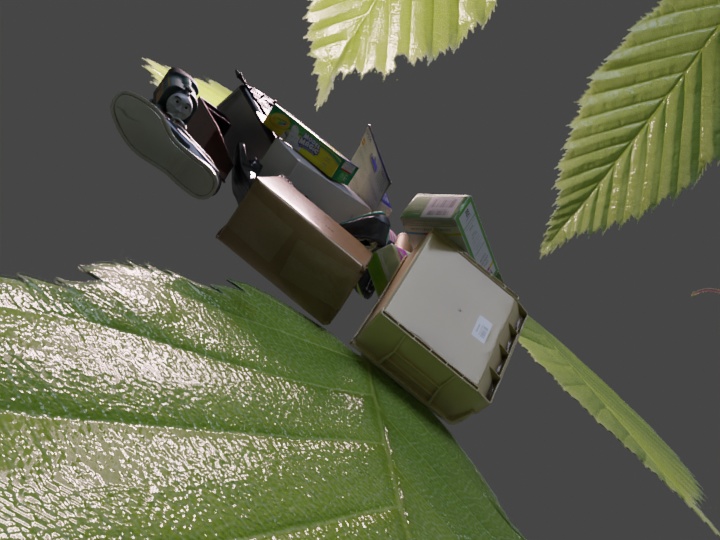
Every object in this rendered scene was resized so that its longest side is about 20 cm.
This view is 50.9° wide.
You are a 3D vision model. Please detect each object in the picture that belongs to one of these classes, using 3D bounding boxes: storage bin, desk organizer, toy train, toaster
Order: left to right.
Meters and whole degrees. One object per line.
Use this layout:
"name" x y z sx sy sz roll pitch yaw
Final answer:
"toy train" -0.317 -0.269 1.256 0.084 0.115 0.201 32 12 -23
"desk organizer" -0.279 -0.248 1.408 0.071 0.078 0.201 31 13 -33
"toaster" -0.215 -0.282 1.574 0.203 0.117 0.181 59 12 6
"storage bin" 0.120 0.078 1.083 0.197 0.094 0.201 38 47 -2

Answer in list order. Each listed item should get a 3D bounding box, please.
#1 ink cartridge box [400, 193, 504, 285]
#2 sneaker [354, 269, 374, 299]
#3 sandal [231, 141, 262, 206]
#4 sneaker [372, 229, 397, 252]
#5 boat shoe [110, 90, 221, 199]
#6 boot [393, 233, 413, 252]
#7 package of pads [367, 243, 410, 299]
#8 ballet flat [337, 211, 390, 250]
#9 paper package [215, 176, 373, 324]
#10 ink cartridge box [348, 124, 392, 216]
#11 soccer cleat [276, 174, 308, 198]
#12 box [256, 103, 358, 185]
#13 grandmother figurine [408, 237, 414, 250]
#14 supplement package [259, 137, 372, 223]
"ink cartridge box" 0.149 -0.022 1.183 0.102 0.060 0.203 6 -44 41
"sneaker" 0.000 0.000 1.396 0.079 0.076 0.200 25 6 5
"sandal" -0.194 -0.156 1.321 0.047 0.077 0.202 8 32 -23
"sneaker" 0.058 -0.048 1.578 0.081 0.071 0.200 35 12 1
"boat shoe" -0.287 -0.190 1.135 0.199 0.075 0.062 39 11 -9
"boot" 0.077 0.049 1.410 0.146 0.069 0.205 -72 157 -47
"package of pads" 0.097 0.068 1.221 0.153 0.067 0.204 22 43 -54
"ballet flat" -0.042 -0.045 1.243 0.073 0.195 0.075 -10 90 -69
"paper package" -0.086 -0.035 1.098 0.198 0.104 0.191 38 9 0
"ink cartridge box" 0.008 -0.153 1.517 0.040 0.202 0.202 13 38 -26
"soccer cleat" -0.120 -0.095 1.284 0.069 0.072 0.200 64 9 23
"box" -0.101 -0.243 1.427 0.198 0.049 0.117 37 8 13
"grandmother figurine" 0.131 -0.013 1.379 0.059 0.124 0.202 3 -34 21
"supplement package" -0.099 -0.132 1.416 0.198 0.122 0.120 29 12 -39
